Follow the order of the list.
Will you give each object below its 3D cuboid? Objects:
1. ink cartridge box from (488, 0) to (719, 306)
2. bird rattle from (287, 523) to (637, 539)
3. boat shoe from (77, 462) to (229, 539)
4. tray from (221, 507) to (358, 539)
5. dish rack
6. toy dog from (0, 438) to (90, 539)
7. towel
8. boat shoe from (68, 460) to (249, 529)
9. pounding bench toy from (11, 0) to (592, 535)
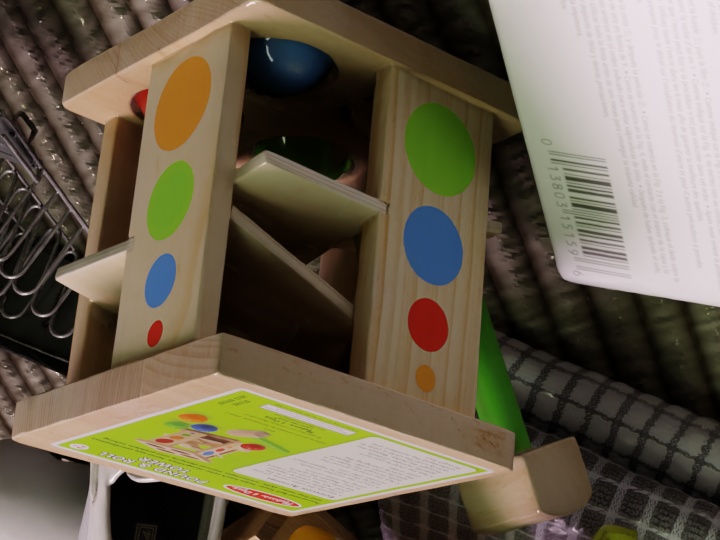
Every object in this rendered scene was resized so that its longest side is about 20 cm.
[{"bbox_3d":[0.127,-0.067,0.620,0.173,0.044,0.201,10,139,29],"label":"ink cartridge box"},{"bbox_3d":[0.038,0.160,0.779,0.162,0.113,0.200,24,154,14],"label":"bird rattle"},{"bbox_3d":[-0.085,0.076,0.844,0.072,0.201,0.066,11,177,-26],"label":"boat shoe"},{"bbox_3d":[-0.045,0.169,0.921,0.099,0.037,0.200,42,145,-6],"label":"tray"},{"bbox_3d":[-0.184,-0.030,0.867,0.153,0.055,0.200,19,159,20],"label":"dish rack"},{"bbox_3d":[-0.185,0.102,0.911,0.199,0.132,0.096,29,155,-16],"label":"toy dog"},{"bbox_3d":[0.093,0.129,0.847,0.165,0.086,0.201,20,143,19],"label":"towel"},{"bbox_3d":[-0.066,0.159,1.019,0.201,0.072,0.060,40,138,-19],"label":"boat shoe"},{"bbox_3d":[0.000,0.000,0.722,0.199,0.157,0.124,21,154,-35],"label":"pounding bench toy"}]
